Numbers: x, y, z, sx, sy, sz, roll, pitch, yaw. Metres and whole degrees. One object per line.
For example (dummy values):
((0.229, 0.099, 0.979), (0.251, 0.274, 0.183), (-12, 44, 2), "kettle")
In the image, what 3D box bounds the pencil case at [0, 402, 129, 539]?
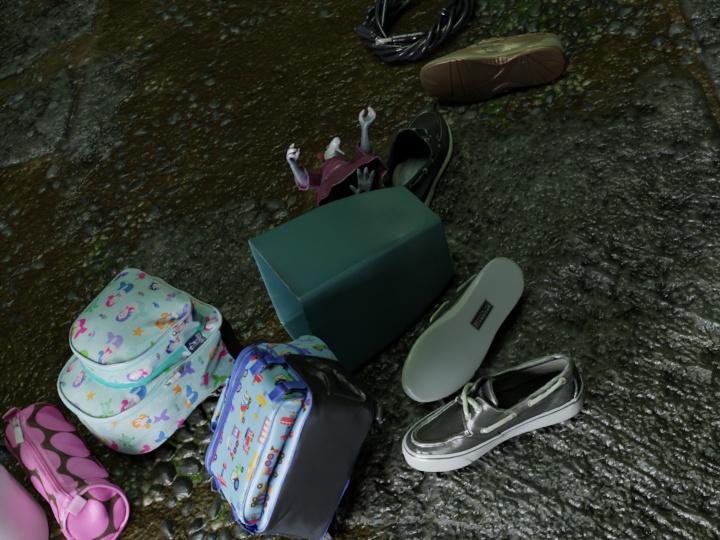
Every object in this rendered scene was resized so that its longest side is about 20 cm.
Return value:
((-0.345, 0.233, 1.298), (0.091, 0.094, 0.199), (-42, 45, -15), "pencil case")

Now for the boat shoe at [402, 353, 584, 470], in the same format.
((0.130, 0.138, 1.150), (0.198, 0.064, 0.071), (-24, 42, 5), "boat shoe")

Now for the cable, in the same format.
((0.094, -0.398, 1.709), (0.199, 0.051, 0.163), (-38, 43, -12), "cable")

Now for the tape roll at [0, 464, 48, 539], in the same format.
((-0.474, 0.299, 1.269), (0.200, 0.140, 0.204), (-14, 44, 14), "tape roll")

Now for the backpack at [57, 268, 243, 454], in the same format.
((-0.261, 0.109, 1.343), (0.176, 0.151, 0.201), (24, 67, 40), "backpack")

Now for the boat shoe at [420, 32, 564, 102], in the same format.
((0.180, -0.282, 1.544), (0.197, 0.072, 0.065), (-6, 40, 12), "boat shoe")

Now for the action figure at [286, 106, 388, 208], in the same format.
((-0.015, -0.117, 1.476), (0.132, 0.151, 0.200), (-22, 23, -2), "action figure")

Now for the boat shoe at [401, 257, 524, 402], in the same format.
((0.109, 0.070, 1.243), (0.200, 0.071, 0.064), (-47, 5, -26), "boat shoe")

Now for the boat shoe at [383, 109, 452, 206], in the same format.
((0.069, -0.153, 1.473), (0.074, 0.066, 0.201), (1, 50, 29), "boat shoe")

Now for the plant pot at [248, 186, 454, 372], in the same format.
((0.000, 0.000, 1.316), (0.198, 0.142, 0.141), (-31, 42, -14), "plant pot")

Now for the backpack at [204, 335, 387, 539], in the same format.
((-0.087, 0.157, 1.175), (0.200, 0.133, 0.185), (45, 117, 54), "backpack")
